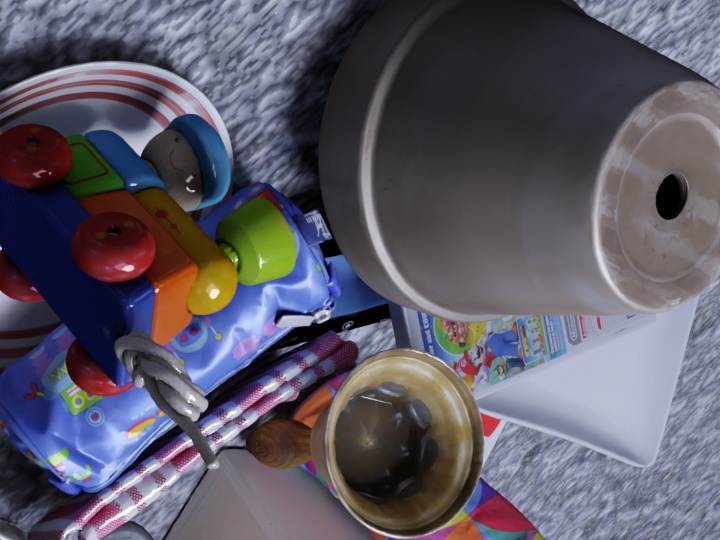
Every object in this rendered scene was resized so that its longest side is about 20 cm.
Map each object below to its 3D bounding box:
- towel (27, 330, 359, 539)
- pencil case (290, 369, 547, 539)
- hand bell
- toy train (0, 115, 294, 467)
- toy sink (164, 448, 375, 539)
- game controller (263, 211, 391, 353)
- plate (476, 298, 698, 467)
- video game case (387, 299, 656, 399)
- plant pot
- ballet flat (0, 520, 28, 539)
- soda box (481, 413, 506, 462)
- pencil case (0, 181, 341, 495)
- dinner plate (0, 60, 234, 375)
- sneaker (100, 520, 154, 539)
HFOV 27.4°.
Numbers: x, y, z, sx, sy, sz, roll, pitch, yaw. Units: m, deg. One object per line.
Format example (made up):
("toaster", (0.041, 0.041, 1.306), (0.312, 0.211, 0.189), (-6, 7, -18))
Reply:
("towel", (-0.099, 0.105, 0.855), (0.199, 0.030, 0.146), (-34, -179, -21))
("pencil case", (0.037, 0.154, 0.969), (0.088, 0.200, 0.089), (-36, 154, -21))
("hand bell", (-0.023, 0.105, 0.898), (0.104, 0.200, 0.105), (4, 82, -30))
("toy train", (-0.076, 0.004, 0.664), (0.115, 0.200, 0.085), (-22, 141, -33))
("toy sink", (-0.024, 0.228, 0.988), (0.130, 0.200, 0.112), (9, 120, -48))
("game controller", (0.000, 0.000, 0.912), (0.199, 0.042, 0.105), (-13, 135, -33))
("plate", (0.154, 0.016, 1.000), (0.199, 0.032, 0.201), (22, 81, -39))
("video game case", (0.100, -0.007, 0.921), (0.199, 0.018, 0.144), (-19, 105, -32))
("plant pot", (0.105, -0.056, 0.787), (0.199, 0.173, 0.202), (-10, 108, -34))
("ballet flat", (-0.215, 0.201, 0.907), (0.075, 0.068, 0.200), (-54, 147, -21))
("soda box", (0.053, 0.111, 1.050), (0.063, 0.068, 0.201), (-4, 129, -39))
("pencil case", (-0.099, 0.037, 0.783), (0.200, 0.087, 0.078), (-37, 155, -5))
("dinner plate", (-0.155, -0.025, 0.758), (0.199, 0.024, 0.201), (-25, 141, -22))
("sneaker", (-0.153, 0.230, 0.968), (0.067, 0.108, 0.203), (-16, 116, -12))
